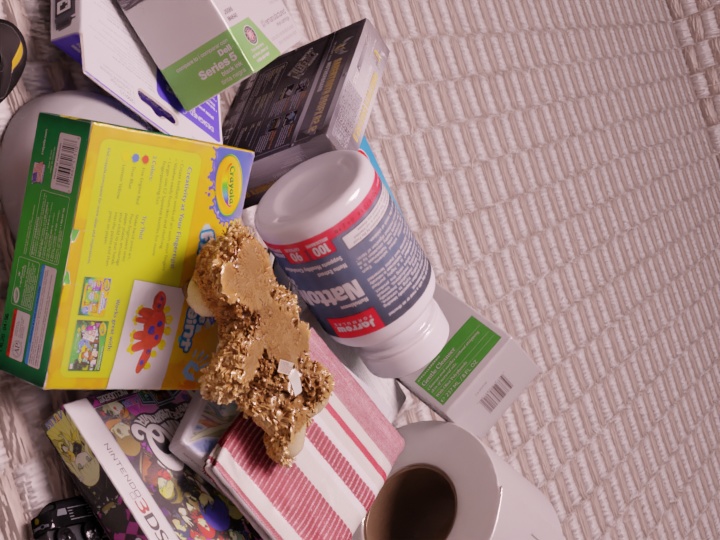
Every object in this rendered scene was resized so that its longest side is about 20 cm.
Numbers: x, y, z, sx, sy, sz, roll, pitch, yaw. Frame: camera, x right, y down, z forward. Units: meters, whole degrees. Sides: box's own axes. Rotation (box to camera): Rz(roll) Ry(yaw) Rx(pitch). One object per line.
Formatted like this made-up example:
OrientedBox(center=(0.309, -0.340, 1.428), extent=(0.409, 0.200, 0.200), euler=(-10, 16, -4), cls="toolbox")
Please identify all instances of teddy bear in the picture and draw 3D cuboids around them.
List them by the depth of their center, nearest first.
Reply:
OrientedBox(center=(-0.084, 0.061, 1.061), extent=(0.200, 0.067, 0.145), euler=(54, 44, -41), cls="teddy bear")

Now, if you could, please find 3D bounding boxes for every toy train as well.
OrientedBox(center=(-0.188, 0.192, 1.073), extent=(0.200, 0.034, 0.046), euler=(0, 63, -59), cls="toy train")

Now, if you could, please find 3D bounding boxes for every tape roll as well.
OrientedBox(center=(0.082, 0.267, 1.320), extent=(0.139, 0.203, 0.203), euler=(43, 41, -42), cls="tape roll")

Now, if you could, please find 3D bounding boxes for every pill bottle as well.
OrientedBox(center=(0.000, 0.000, 1.235), extent=(0.200, 0.119, 0.120), euler=(57, 33, -29), cls="pill bottle")

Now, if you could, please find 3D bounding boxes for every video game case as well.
OrientedBox(center=(-0.143, 0.170, 1.092), extent=(0.181, 0.036, 0.200), euler=(56, 26, 10), cls="video game case")
OrientedBox(center=(-0.062, 0.135, 1.160), extent=(0.182, 0.022, 0.200), euler=(43, 38, -18), cls="video game case")

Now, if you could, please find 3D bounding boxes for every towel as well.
OrientedBox(center=(-0.043, 0.157, 1.130), extent=(0.144, 0.023, 0.200), euler=(51, 37, -11), cls="towel")

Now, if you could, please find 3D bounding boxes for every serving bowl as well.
OrientedBox(center=(-0.210, -0.065, 1.135), extent=(0.200, 0.066, 0.200), euler=(35, 47, -47), cls="serving bowl")

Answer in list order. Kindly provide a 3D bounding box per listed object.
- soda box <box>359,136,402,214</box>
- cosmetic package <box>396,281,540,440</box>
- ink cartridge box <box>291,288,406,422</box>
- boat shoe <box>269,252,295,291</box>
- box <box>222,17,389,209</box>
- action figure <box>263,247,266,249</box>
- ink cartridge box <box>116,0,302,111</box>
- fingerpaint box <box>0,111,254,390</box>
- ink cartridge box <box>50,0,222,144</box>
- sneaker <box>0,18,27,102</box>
OrientedBox(center=(-0.007, -0.078, 1.489), extent=(0.200, 0.064, 0.068), euler=(64, 30, -16), cls="soda box")
OrientedBox(center=(0.075, 0.077, 1.391), extent=(0.108, 0.200, 0.085), euler=(-50, 138, -5), cls="cosmetic package")
OrientedBox(center=(-0.046, 0.124, 1.274), extent=(0.160, 0.047, 0.200), euler=(60, 40, -20), cls="ink cartridge box")
OrientedBox(center=(-0.047, -0.014, 1.387), extent=(0.075, 0.062, 0.200), euler=(56, 35, -38), cls="boat shoe")
OrientedBox(center=(-0.064, -0.154, 1.337), extent=(0.048, 0.158, 0.200), euler=(53, 34, -31), cls="box")
OrientedBox(center=(-0.127, -0.013, 1.205), extent=(0.065, 0.052, 0.200), euler=(18, 19, -22), cls="action figure")
OrientedBox(center=(-0.156, -0.265, 1.221), extent=(0.200, 0.084, 0.146), euler=(59, 25, -12), cls="ink cartridge box")
OrientedBox(center=(-0.182, -0.011, 1.045), extent=(0.167, 0.073, 0.200), euler=(5, 98, -48), cls="fingerpaint box")
OrientedBox(center=(-0.201, -0.197, 1.219), extent=(0.198, 0.043, 0.200), euler=(37, 35, -47), cls="ink cartridge box")
OrientedBox(center=(-0.297, -0.151, 1.006), extent=(0.070, 0.090, 0.200), euler=(65, 30, -13), cls="sneaker")
